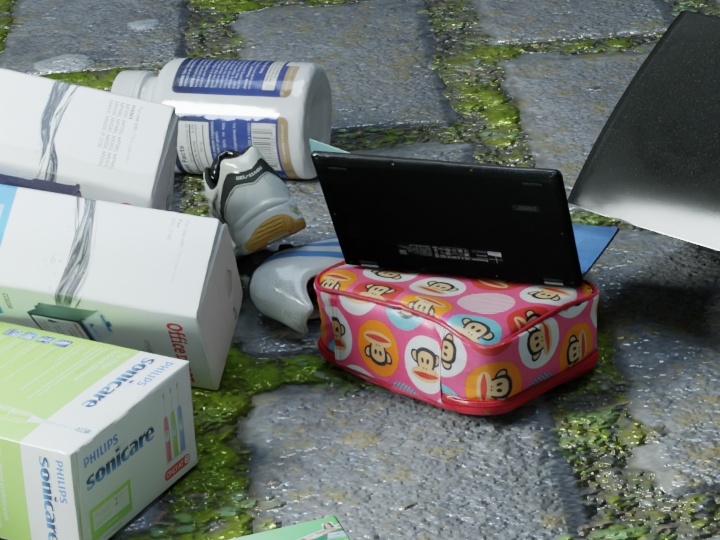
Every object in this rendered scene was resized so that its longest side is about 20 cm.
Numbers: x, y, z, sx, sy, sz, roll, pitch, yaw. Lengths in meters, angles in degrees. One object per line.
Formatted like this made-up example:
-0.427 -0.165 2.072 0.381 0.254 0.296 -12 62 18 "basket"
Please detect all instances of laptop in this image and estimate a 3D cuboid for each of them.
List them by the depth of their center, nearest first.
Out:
0.084 -0.057 1.534 0.186 0.200 0.116 5 54 19 "laptop"

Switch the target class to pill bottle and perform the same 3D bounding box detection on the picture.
-0.134 -0.147 1.944 0.199 0.112 0.111 4 25 14 "pill bottle"

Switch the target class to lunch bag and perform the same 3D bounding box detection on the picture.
0.081 0.032 1.554 0.176 0.082 0.200 -24 31 -39 "lunch bag"

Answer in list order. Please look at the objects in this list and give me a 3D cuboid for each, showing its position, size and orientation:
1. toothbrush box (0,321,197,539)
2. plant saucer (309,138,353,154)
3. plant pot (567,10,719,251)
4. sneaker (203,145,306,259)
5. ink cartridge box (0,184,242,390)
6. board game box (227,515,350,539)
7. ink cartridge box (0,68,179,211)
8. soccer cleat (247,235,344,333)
-0.236 0.111 1.412 0.199 0.086 0.146 9 26 26 "toothbrush box"
0.041 -0.070 1.648 0.070 0.019 0.200 21 3 39 "plant saucer"
0.318 -0.098 1.616 0.199 0.178 0.200 20 5 41 "plant pot"
-0.094 -0.060 1.701 0.075 0.088 0.200 -26 1 -14 "sneaker"
-0.199 0.012 1.510 0.199 0.147 0.086 10 66 8 "ink cartridge box"
-0.086 0.213 1.236 0.199 0.029 0.135 -11 24 -16 "board game box"
-0.246 -0.077 1.548 0.199 0.145 0.085 13 63 -2 "ink cartridge box"
0.000 0.000 1.670 0.200 0.070 0.086 -25 46 -34 "soccer cleat"
